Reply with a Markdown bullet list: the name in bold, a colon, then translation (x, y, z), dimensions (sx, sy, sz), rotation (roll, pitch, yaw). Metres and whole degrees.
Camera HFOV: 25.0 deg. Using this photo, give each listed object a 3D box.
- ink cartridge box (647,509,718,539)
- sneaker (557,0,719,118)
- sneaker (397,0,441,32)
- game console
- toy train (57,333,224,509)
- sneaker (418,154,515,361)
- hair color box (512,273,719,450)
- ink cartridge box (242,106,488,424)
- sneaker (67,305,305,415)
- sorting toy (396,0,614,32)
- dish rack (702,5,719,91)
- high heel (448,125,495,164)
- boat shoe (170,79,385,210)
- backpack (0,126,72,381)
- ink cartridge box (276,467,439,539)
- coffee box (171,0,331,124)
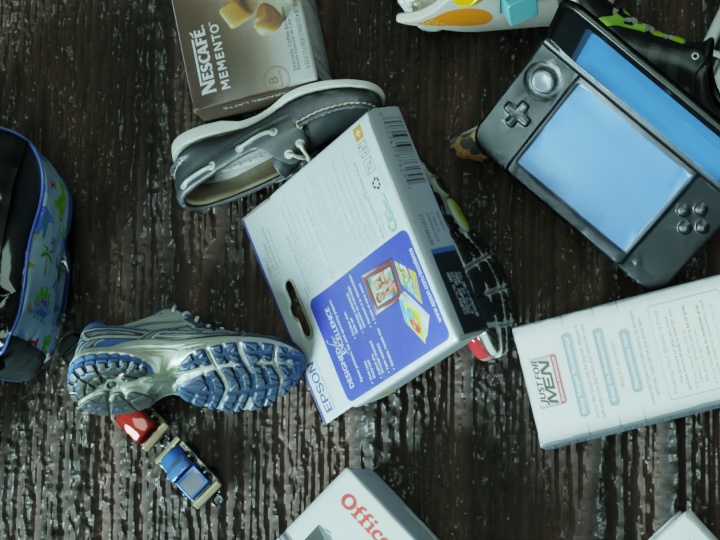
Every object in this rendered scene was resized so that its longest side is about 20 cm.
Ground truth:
- **ink cartridge box**: translation (0.267, 0.304, 1.251), dimensions (0.146, 0.084, 0.200), rotation (-42, 76, 3)
- **sneaker**: translation (0.241, -0.167, 1.285), dimensions (0.083, 0.072, 0.200), rotation (-40, 90, 25)
- **sneaker**: translation (0.114, -0.277, 1.378), dimensions (0.199, 0.075, 0.081), rotation (-32, 100, 1)
- **game console**: translation (0.192, -0.088, 1.224), dimensions (0.200, 0.116, 0.176), rotation (41, 119, 4)
- **toy train**: translation (-0.188, 0.126, 1.385), dimensions (0.034, 0.046, 0.200), rotation (-46, 77, 2)
- **sneaker**: translation (0.059, -0.005, 1.353), dimensions (0.085, 0.077, 0.201), rotation (-37, 72, 24)
- **hair color box**: translation (0.231, 0.072, 1.304), dimensions (0.198, 0.061, 0.100), rotation (-15, 79, 8)
- **ink cartridge box**: translation (0.000, 0.000, 1.333), dimensions (0.200, 0.047, 0.199), rotation (-37, 72, 50)
- **sneaker**: translation (-0.146, 0.065, 1.366), dimensions (0.198, 0.077, 0.086), rotation (0, 39, -9)
- **sorting toy**: translation (0.148, -0.275, 1.315), dimensions (0.107, 0.179, 0.202), rotation (34, 113, 52)
- **dish rack**: translation (0.374, -0.186, 1.320), dimensions (0.171, 0.044, 0.201), rotation (26, 88, 14)
- **high heel**: translation (0.174, -0.060, 1.325), dimensions (0.198, 0.071, 0.144), rotation (-3, 75, 2)
- **boat shoe**: translation (-0.070, -0.104, 1.369), dimensions (0.199, 0.074, 0.061), rotation (-15, 58, 15)
- **backpack**: translation (-0.335, -0.016, 1.382), dimensions (0.181, 0.147, 0.202), rotation (8, 78, 13)
- **ink cartridge box**: translation (-0.021, 0.278, 1.312), dimensions (0.200, 0.084, 0.144), rotation (-46, 76, 2)
- **coffee box**: translation (-0.100, -0.235, 1.401), dimensions (0.113, 0.080, 0.202), rotation (-13, 80, 9)
